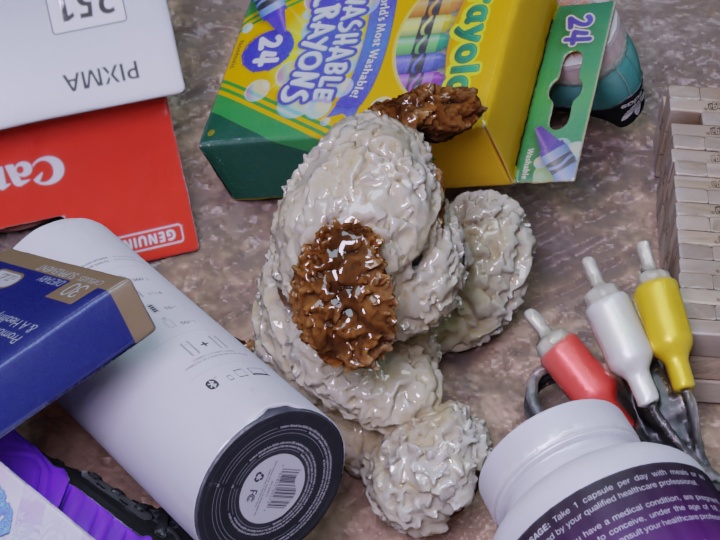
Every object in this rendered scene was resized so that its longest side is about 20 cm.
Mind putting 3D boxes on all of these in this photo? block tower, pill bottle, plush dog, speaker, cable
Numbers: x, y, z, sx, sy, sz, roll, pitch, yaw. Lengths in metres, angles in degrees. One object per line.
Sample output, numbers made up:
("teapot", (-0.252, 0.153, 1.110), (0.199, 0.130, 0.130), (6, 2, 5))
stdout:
("block tower", (0.187, -0.016, 1.142), (0.057, 0.054, 0.201), (3, 47, -1))
("pill bottle", (0.127, 0.155, 0.939), (0.112, 0.113, 0.201), (-14, 51, -18))
("plush dog", (0.000, 0.000, 1.027), (0.159, 0.172, 0.201), (12, 48, 6))
("speaker", (-0.095, 0.051, 1.004), (0.081, 0.082, 0.200), (-26, 40, -26))
("cable", (0.147, 0.086, 1.032), (0.097, 0.050, 0.201), (-32, 65, 1))

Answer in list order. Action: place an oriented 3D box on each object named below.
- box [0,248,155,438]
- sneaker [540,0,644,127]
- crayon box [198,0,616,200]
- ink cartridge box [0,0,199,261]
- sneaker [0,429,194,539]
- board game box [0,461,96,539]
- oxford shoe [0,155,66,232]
("box", (-0.197, 0.059, 0.921), (0.200, 0.033, 0.121), (-37, 26, -25))
("sneaker", (0.078, -0.129, 1.234), (0.199, 0.080, 0.071), (28, 71, 42))
("crayon box", (0.025, -0.105, 1.147), (0.199, 0.052, 0.126), (-2, 53, 25))
("ink cartridge box", (-0.186, -0.074, 1.092), (0.199, 0.175, 0.044), (-13, 5, -17))
("sneaker", (-0.125, 0.126, 0.975), (0.099, 0.070, 0.201), (-21, 61, -24))
("board game box", (-0.156, 0.192, 0.845), (0.200, 0.043, 0.199), (31, 77, 39))
("oxford shoe", (-0.247, -0.078, 1.143), (0.199, 0.074, 0.071), (18, 48, 11))
